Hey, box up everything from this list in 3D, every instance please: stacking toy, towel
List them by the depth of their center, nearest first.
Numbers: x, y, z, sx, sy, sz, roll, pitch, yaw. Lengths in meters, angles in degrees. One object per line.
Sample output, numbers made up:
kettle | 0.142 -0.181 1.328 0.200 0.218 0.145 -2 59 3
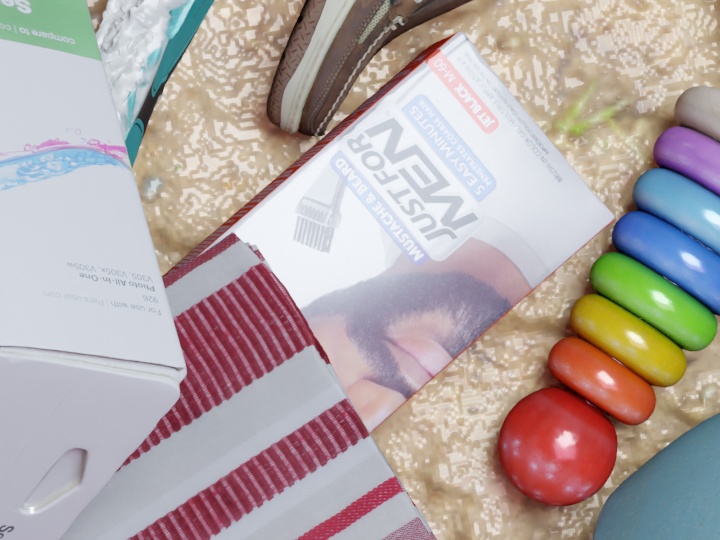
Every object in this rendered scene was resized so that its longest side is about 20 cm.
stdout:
towel | -0.062 0.092 0.858 0.144 0.023 0.200 -32 55 0
stacking toy | 0.132 0.020 0.982 0.085 0.085 0.200 32 90 -8

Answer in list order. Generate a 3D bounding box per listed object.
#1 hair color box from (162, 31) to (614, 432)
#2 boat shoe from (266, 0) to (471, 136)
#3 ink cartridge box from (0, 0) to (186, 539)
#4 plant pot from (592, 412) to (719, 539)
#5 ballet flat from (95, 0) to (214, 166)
hair color box | 0.000 0.000 0.964 0.200 0.064 0.111 -41 96 -6
boat shoe | 0.027 -0.133 0.928 0.075 0.075 0.202 26 122 -6
ink cartridge box | -0.154 -0.001 0.845 0.087 0.145 0.200 8 48 -36
plant pot | 0.177 0.142 0.943 0.135 0.200 0.201 -3 90 24
ballet flat | -0.115 -0.081 0.949 0.072 0.072 0.200 26 79 -8
